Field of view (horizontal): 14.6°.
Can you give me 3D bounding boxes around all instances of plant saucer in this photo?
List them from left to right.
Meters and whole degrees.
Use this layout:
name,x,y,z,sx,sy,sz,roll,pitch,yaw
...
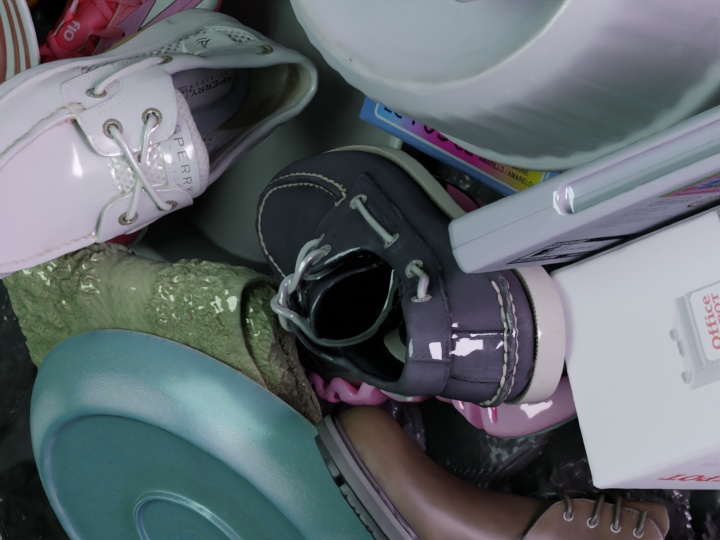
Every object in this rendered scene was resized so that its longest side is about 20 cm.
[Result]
name,x,y,z,sx,sy,sz,roll,pitch,yaw
plant saucer,-0.061,0.108,1.163,0.200,0.027,0.200,26,145,20

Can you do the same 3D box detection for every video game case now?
name,x,y,z,sx,sy,sz,roll,pitch,yaw
video game case,0.156,-0.043,0.954,0.182,0.200,0.022,-23,80,37

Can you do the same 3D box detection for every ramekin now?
name,x,y,z,sx,sy,sz,roll,pitch,yaw
ramekin,0.055,-0.137,1.013,0.202,0.094,0.203,-3,86,40

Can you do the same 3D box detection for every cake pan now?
name,x,y,z,sx,sy,sz,roll,pitch,yaw
cake pan,-0.044,-0.088,1.227,0.200,0.037,0.201,-2,87,40

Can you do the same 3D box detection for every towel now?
name,x,y,z,sx,sy,sz,roll,pitch,yaw
towel,-0.070,0.066,1.180,0.148,0.036,0.200,13,138,34

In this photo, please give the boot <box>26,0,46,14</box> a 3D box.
name,x,y,z,sx,sy,sz,roll,pitch,yaw
boot,-0.146,-0.159,1.229,0.071,0.144,0.201,43,141,-2

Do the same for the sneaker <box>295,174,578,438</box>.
name,x,y,z,sx,sy,sz,roll,pitch,yaw
sneaker,0.029,0.004,1.106,0.200,0.079,0.096,6,119,55

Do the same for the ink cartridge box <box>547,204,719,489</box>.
name,x,y,z,sx,sy,sz,roll,pitch,yaw
ink cartridge box,0.187,0.012,0.961,0.200,0.146,0.083,-23,72,38

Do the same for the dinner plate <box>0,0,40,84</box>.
name,x,y,z,sx,sy,sz,roll,pitch,yaw
dinner plate,-0.214,-0.113,1.185,0.200,0.024,0.200,16,128,22

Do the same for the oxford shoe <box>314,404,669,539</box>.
name,x,y,z,sx,sy,sz,roll,pitch,yaw
oxford shoe,0.070,0.106,1.068,0.200,0.073,0.084,38,97,-11

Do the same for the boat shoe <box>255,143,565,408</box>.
name,x,y,z,sx,sy,sz,roll,pitch,yaw
boat shoe,0.000,0.000,1.032,0.200,0.063,0.073,32,123,57

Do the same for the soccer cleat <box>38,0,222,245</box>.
name,x,y,z,sx,sy,sz,roll,pitch,yaw
soccer cleat,-0.107,-0.100,1.206,0.067,0.076,0.200,26,106,37

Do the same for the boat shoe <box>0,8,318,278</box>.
name,x,y,z,sx,sy,sz,roll,pitch,yaw
boat shoe,-0.090,-0.051,1.120,0.069,0.200,0.071,13,125,34

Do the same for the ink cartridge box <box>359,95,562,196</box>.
name,x,y,z,sx,sy,sz,roll,pitch,yaw
ink cartridge box,0.098,-0.124,1.088,0.136,0.076,0.200,30,106,36

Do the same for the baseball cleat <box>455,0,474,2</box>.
name,x,y,z,sx,sy,sz,roll,pitch,yaw
baseball cleat,0.025,-0.191,0.947,0.106,0.070,0.200,-32,77,26
